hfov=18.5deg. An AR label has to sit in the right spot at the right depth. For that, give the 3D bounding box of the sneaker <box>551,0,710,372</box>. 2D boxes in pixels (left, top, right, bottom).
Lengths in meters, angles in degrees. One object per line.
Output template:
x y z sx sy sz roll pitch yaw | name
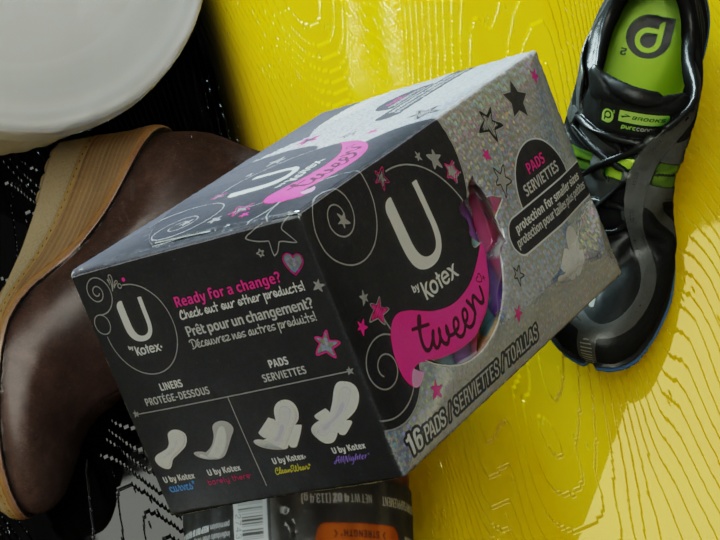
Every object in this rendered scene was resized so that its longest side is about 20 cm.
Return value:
0.118 -0.054 1.016 0.070 0.083 0.201 10 80 14 | sneaker

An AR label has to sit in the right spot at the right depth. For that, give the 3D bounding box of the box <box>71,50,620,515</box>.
0.000 0.000 0.925 0.131 0.200 0.115 -14 105 38 | box

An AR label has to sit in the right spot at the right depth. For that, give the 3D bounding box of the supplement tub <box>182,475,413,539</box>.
-0.024 0.180 0.975 0.106 0.107 0.202 -7 74 11 | supplement tub

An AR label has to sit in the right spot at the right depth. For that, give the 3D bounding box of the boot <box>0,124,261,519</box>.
-0.087 0.026 1.048 0.165 0.072 0.202 5 73 17 | boot

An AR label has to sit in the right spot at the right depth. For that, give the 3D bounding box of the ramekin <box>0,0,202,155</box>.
-0.180 -0.150 1.070 0.201 0.094 0.204 6 73 -20 | ramekin
